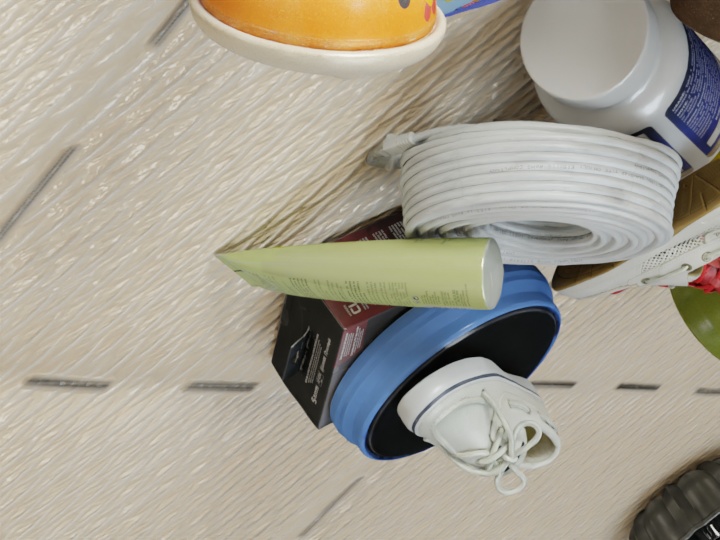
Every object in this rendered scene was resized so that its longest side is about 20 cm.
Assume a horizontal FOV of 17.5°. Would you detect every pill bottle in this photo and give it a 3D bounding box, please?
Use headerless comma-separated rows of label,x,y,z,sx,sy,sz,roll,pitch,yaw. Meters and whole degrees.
pill bottle,0.190,-0.139,1.679,0.116,0.116,0.200,-40,155,10

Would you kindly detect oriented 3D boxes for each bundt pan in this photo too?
bundt pan,0.396,0.290,2.753,0.201,0.076,0.202,-29,155,-15

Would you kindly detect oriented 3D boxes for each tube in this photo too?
tube,0.000,0.000,1.665,0.052,0.198,0.058,-61,145,-53

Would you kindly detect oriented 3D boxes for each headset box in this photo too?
headset box,0.023,0.028,1.808,0.199,0.077,0.149,-25,154,-25

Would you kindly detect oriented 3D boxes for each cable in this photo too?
cable,0.126,-0.053,1.656,0.199,0.070,0.199,14,164,-39

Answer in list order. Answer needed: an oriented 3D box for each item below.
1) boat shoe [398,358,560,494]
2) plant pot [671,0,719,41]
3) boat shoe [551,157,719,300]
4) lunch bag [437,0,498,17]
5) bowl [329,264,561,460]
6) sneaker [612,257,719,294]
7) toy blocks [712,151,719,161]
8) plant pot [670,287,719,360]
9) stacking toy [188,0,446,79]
boat shoe,0.101,0.126,1.774,0.075,0.086,0.202,-41,156,12
plant pot,0.259,-0.240,1.416,0.186,0.187,0.201,-13,126,-40
boat shoe,0.228,-0.015,1.744,0.069,0.071,0.199,39,139,-24
lunch bag,0.051,-0.219,1.420,0.199,0.095,0.150,-29,157,19
bowl,0.070,0.074,1.814,0.200,0.039,0.201,-30,156,-15
sneaker,0.275,-0.005,1.878,0.200,0.116,0.078,-34,180,-36
toy blocks,0.221,-0.084,1.865,0.199,0.100,0.137,-33,166,-5
plant pot,0.383,-0.013,2.095,0.193,0.201,0.200,-37,159,34
stacking toy,-0.015,-0.217,1.275,0.145,0.146,0.201,-15,124,-37
